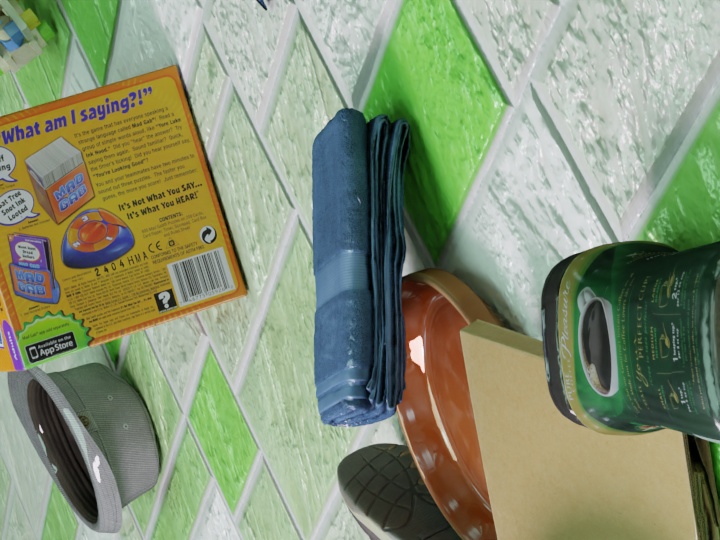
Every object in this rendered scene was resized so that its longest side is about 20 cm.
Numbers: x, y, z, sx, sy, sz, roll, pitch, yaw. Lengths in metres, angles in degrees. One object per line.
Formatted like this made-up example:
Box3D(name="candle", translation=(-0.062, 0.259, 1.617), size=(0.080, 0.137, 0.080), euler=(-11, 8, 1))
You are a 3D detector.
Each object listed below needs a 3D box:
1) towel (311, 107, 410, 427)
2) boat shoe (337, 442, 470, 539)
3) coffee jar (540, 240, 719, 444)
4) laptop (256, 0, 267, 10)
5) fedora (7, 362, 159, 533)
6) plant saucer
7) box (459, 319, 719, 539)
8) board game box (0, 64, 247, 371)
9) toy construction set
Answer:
Box3D(name="towel", translation=(0.000, 0.000, 1.640), size=(0.112, 0.048, 0.201), euler=(148, 121, -73))
Box3D(name="boat shoe", translation=(0.042, 0.194, 1.739), size=(0.200, 0.074, 0.073), euler=(47, 148, 50))
Box3D(name="coffee jar", translation=(0.165, 0.035, 1.266), size=(0.200, 0.085, 0.105), euler=(180, 86, -68))
Box3D(name="laptop", translation=(-0.079, -0.308, 1.710), size=(0.200, 0.116, 0.188), euler=(-36, 72, 39))
Box3D(name="fedora", translation=(-0.262, 0.159, 2.459), size=(0.200, 0.090, 0.177), euler=(53, 155, 27))
Box3D(name="plant saucer", translation=(0.074, 0.094, 1.632), size=(0.200, 0.032, 0.201), euler=(53, 153, 41))
Box3D(name="box", translation=(0.138, 0.124, 1.462), size=(0.200, 0.021, 0.164), euler=(18, 125, 54))
Box3D(name="board game box", translation=(-0.242, -0.040, 2.080), size=(0.200, 0.200, 0.200), euler=(-7, 101, 69))
Box3D(name="toy construction set", translation=(-0.354, -0.262, 2.331), size=(0.200, 0.092, 0.131), euler=(67, -175, 33))
